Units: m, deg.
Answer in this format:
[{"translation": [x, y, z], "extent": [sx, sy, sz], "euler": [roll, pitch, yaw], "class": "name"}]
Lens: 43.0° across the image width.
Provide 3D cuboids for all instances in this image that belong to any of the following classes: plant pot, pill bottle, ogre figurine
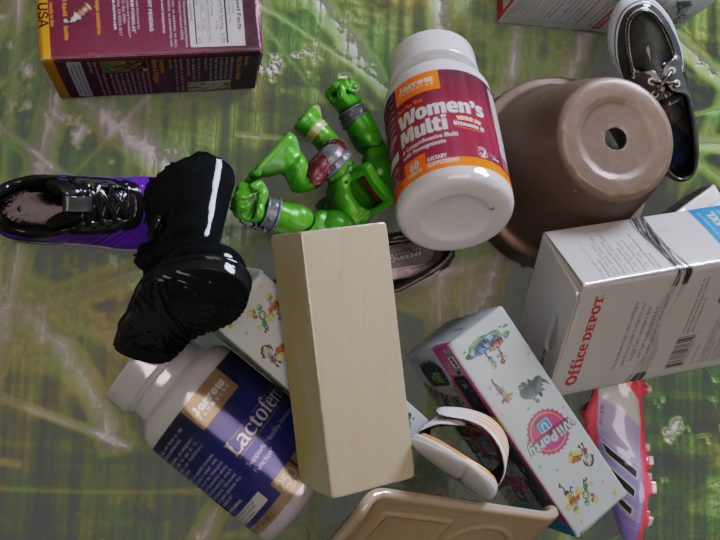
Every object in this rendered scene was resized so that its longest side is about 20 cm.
[{"translation": [0.214, -0.110, 0.893], "extent": [0.198, 0.175, 0.203], "euler": [1, 83, -9], "class": "plant pot"}, {"translation": [0.078, -0.128, 0.871], "extent": [0.108, 0.110, 0.202], "euler": [1, 55, -9], "class": "pill bottle"}, {"translation": [-0.126, 0.142, 0.840], "extent": [0.199, 0.116, 0.116], "euler": [38, 80, -1], "class": "pill bottle"}, {"translation": [-0.030, -0.090, 0.886], "extent": [0.120, 0.098, 0.200], "euler": [43, 36, -8], "class": "ogre figurine"}]

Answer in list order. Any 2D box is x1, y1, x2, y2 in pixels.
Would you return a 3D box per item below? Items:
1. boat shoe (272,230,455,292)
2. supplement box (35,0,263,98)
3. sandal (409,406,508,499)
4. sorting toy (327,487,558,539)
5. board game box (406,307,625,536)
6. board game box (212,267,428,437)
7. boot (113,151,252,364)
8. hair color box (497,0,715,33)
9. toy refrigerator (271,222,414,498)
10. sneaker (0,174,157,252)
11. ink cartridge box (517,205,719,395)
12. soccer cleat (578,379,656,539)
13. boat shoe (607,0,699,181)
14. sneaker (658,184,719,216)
[{"translation": [0.000, 0.000, 0.905], "extent": [0.198, 0.057, 0.067], "euler": [-18, 89, -10], "class": "boat shoe"}, {"translation": [-0.197, -0.225, 0.871], "extent": [0.198, 0.110, 0.087], "euler": [-5, 84, -10], "class": "supplement box"}, {"translation": [0.087, 0.147, 0.780], "extent": [0.079, 0.207, 0.059], "euler": [33, 83, 9], "class": "sandal"}, {"translation": [0.044, 0.242, 0.779], "extent": [0.198, 0.186, 0.037], "euler": [11, 41, -28], "class": "sorting toy"}, {"translation": [0.140, 0.140, 0.860], "extent": [0.064, 0.148, 0.201], "euler": [-35, 90, -14], "class": "board game box"}, {"translation": [-0.050, 0.084, 0.824], "extent": [0.200, 0.147, 0.064], "euler": [42, 80, -16], "class": "board game box"}, {"translation": [-0.139, -0.030, 0.749], "extent": [0.076, 0.200, 0.170], "euler": [20, 60, -23], "class": "boot"}, {"translation": [0.253, -0.298, 0.951], "extent": [0.198, 0.111, 0.065], "euler": [4, 82, -9], "class": "hair color box"}, {"translation": [-0.016, 0.067, 0.725], "extent": [0.075, 0.070, 0.202], "euler": [-9, 94, -27], "class": "toy refrigerator"}, {"translation": [-0.250, -0.055, 0.848], "extent": [0.198, 0.099, 0.070], "euler": [-3, 86, -9], "class": "sneaker"}, {"translation": [0.261, 0.028, 0.864], "extent": [0.198, 0.147, 0.085], "euler": [-7, 43, -15], "class": "ink cartridge box"}, {"translation": [0.259, 0.174, 0.932], "extent": [0.076, 0.067, 0.202], "euler": [-1, 86, 13], "class": "soccer cleat"}, {"translation": [0.307, -0.182, 0.930], "extent": [0.068, 0.057, 0.201], "euler": [-23, 119, 7], "class": "boat shoe"}, {"translation": [0.312, -0.004, 0.948], "extent": [0.199, 0.073, 0.085], "euler": [-33, 92, -9], "class": "sneaker"}]
